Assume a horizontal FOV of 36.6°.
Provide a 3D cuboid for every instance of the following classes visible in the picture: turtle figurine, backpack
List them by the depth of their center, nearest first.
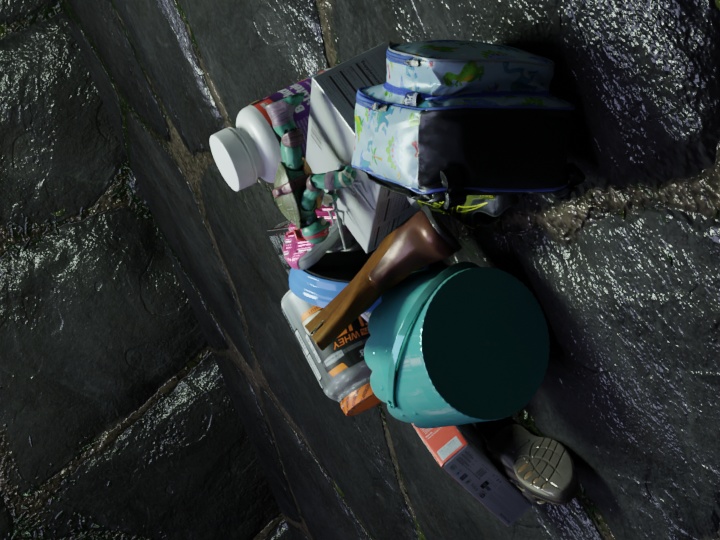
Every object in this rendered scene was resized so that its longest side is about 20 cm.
[{"bbox_3d":[0.091,-0.149,1.059,0.200,0.182,0.148,21,113,58],"label":"backpack"},{"bbox_3d":[-0.059,-0.109,1.309,0.150,0.100,0.202,-1,111,70],"label":"turtle figurine"}]

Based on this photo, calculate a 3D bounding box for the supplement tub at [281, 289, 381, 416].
[{"bbox_3d":[-0.026,0.106,1.623,0.201,0.122,0.123,60,162,16],"label":"supplement tub"}]

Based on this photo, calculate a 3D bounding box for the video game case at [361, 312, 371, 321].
[{"bbox_3d":[0.059,0.105,1.477,0.143,0.019,0.200,45,178,-41],"label":"video game case"}]

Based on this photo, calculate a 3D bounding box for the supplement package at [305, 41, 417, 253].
[{"bbox_3d":[0.019,-0.150,1.358,0.156,0.110,0.200,55,160,19],"label":"supplement package"}]

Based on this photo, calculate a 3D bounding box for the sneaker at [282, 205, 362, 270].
[{"bbox_3d":[-0.022,-0.058,1.487,0.081,0.200,0.089,10,135,47],"label":"sneaker"}]

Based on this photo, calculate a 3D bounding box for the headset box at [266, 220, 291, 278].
[{"bbox_3d":[-0.075,-0.021,1.862,0.150,0.077,0.200,64,161,-8],"label":"headset box"}]

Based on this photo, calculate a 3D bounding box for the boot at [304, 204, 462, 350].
[{"bbox_3d":[0.015,0.012,1.267,0.069,0.200,0.188,49,173,-14],"label":"boot"}]

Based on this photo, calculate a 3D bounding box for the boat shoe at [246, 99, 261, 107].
[{"bbox_3d":[-0.119,-0.185,1.771,0.201,0.073,0.069,58,174,15],"label":"boat shoe"}]

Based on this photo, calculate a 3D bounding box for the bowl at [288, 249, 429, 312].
[{"bbox_3d":[0.000,0.000,1.502,0.200,0.199,0.040,35,130,55],"label":"bowl"}]

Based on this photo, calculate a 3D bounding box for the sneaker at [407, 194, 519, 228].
[{"bbox_3d":[0.115,-0.081,1.251,0.085,0.074,0.200,61,162,0],"label":"sneaker"}]

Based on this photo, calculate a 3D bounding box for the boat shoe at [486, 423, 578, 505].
[{"bbox_3d":[0.239,0.266,1.442,0.074,0.074,0.200,57,173,-18],"label":"boat shoe"}]

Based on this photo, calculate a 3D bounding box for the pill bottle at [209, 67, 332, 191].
[{"bbox_3d":[-0.100,-0.188,1.486,0.112,0.199,0.112,51,159,28],"label":"pill bottle"}]

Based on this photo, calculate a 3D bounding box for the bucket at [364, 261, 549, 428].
[{"bbox_3d":[0.117,0.089,1.303,0.208,0.206,0.135,64,154,-5],"label":"bucket"}]

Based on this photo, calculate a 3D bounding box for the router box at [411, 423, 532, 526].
[{"bbox_3d":[0.141,0.248,1.544,0.200,0.049,0.180,46,-175,-40],"label":"router box"}]
